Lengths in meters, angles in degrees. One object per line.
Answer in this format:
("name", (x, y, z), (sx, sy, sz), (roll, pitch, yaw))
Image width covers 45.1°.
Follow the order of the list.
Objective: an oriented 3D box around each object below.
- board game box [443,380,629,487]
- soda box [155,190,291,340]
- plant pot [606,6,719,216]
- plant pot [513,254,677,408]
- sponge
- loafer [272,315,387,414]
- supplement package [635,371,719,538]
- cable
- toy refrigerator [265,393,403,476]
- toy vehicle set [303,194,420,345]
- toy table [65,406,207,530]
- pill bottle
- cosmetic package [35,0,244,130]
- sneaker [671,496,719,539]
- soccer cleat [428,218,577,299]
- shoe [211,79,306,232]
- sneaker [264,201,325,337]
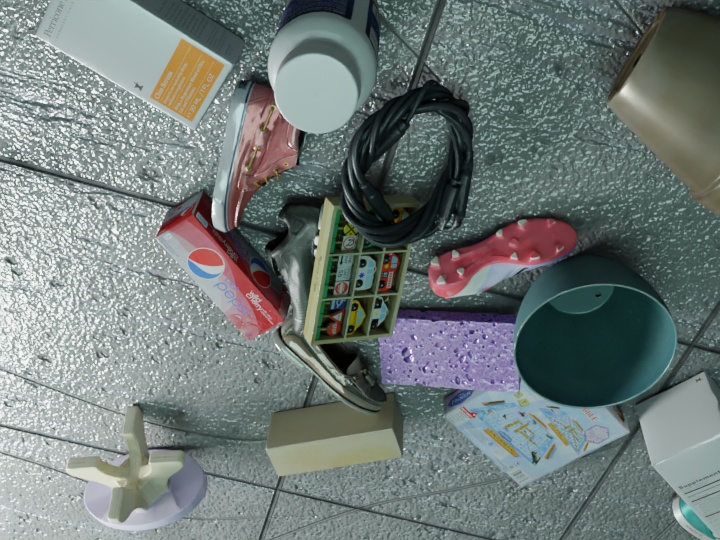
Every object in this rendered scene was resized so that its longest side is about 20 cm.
("board game box", (0.261, 0.216, 1.292), (0.199, 0.041, 0.200), (-34, 116, 25))
("soda box", (-0.178, -0.004, 1.152), (0.070, 0.064, 0.200), (-27, 119, 21))
("plant pot", (0.368, -0.187, 0.921), (0.172, 0.200, 0.201), (31, 124, 2))
("plant pot", (0.291, 0.058, 1.119), (0.198, 0.135, 0.202), (2, 126, 2))
("sponge", (0.125, 0.112, 1.212), (0.198, 0.030, 0.113), (2, 117, 12))
("loafer", (-0.032, 0.133, 1.239), (0.199, 0.072, 0.063), (37, 113, -18))
("supplement package", (0.512, 0.270, 1.265), (0.119, 0.122, 0.200), (-33, 117, 25))
("cable", (0.057, -0.126, 1.017), (0.161, 0.051, 0.202), (-3, 121, -15))
("toy refrigerator", (-0.037, 0.252, 1.319), (0.198, 0.076, 0.070), (-11, 125, 11))
("toy vehicle set", (0.000, 0.000, 1.115), (0.123, 0.027, 0.202), (-5, 121, -27))
("toy table", (-0.348, 0.319, 1.338), (0.198, 0.185, 0.118), (-15, 141, 0))
("pill bottle", (-0.036, -0.224, 0.897), (0.110, 0.201, 0.112), (2, 126, 3))
("cosmetic package", (-0.242, -0.259, 0.967), (0.199, 0.072, 0.102), (29, 123, -16))
("sneaker", (0.610, 0.392, 1.375), (0.199, 0.084, 0.121), (28, 133, -14))
("soccer cleat", (0.184, -0.013, 1.130), (0.198, 0.067, 0.077), (-19, 154, 10))
("shoe", (-0.121, -0.126, 1.053), (0.090, 0.072, 0.202), (16, 121, -1))
("sneaker", (-0.083, -0.006, 1.143), (0.089, 0.067, 0.202), (11, 119, 2))
